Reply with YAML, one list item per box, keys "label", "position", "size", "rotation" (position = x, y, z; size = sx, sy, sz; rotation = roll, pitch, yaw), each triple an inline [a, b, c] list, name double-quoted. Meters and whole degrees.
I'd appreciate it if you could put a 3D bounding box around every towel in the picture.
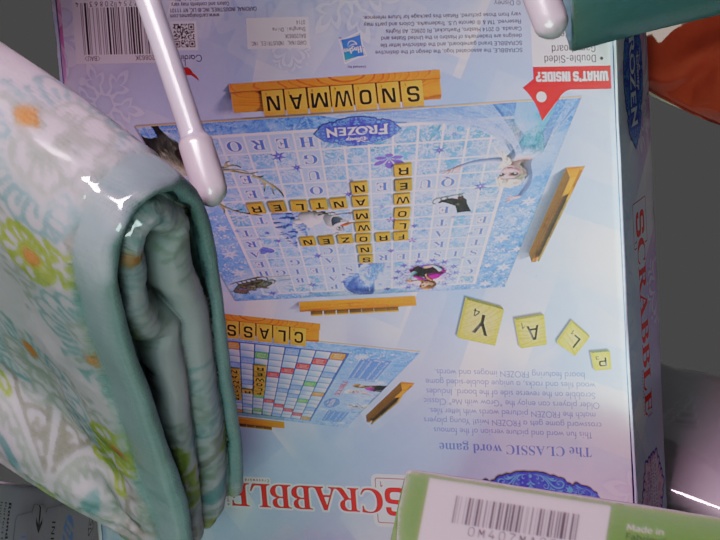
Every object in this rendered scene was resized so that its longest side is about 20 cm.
- label: "towel"
  position: [-0.116, -0.004, 0.843]
  size: [0.171, 0.048, 0.201]
  rotation: [32, 151, 23]

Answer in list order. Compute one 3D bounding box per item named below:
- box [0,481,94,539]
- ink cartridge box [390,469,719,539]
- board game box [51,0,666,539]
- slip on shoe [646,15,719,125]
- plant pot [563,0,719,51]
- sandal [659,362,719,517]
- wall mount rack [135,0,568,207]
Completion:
- label: "box"
  position: [-0.141, 0.150, 0.931]
  size: [0.041, 0.200, 0.157]
  rotation: [5, 85, 10]
- label: "ink cartridge box"
  position: [0.061, 0.142, 0.883]
  size: [0.103, 0.060, 0.200]
  rotation: [9, 149, 8]
- label: "board game box"
  position: [0.000, 0.000, 0.898]
  size: [0.198, 0.041, 0.201]
  rotation: [2, 102, 21]
- label: "slip on shoe"
  position: [0.159, -0.059, 0.872]
  size: [0.199, 0.061, 0.074]
  rotation: [24, 119, 2]
- label: "plant pot"
  position: [0.125, -0.172, 0.757]
  size: [0.160, 0.201, 0.202]
  rotation: [-7, 114, 3]
- label: "sandal"
  position: [0.122, 0.076, 0.939]
  size: [0.205, 0.079, 0.060]
  rotation: [19, 132, 16]
- label: "wall mount rack"
  position: [-0.036, -0.123, 0.739]
  size: [0.199, 0.075, 0.174]
  rotation: [-24, 119, 24]
